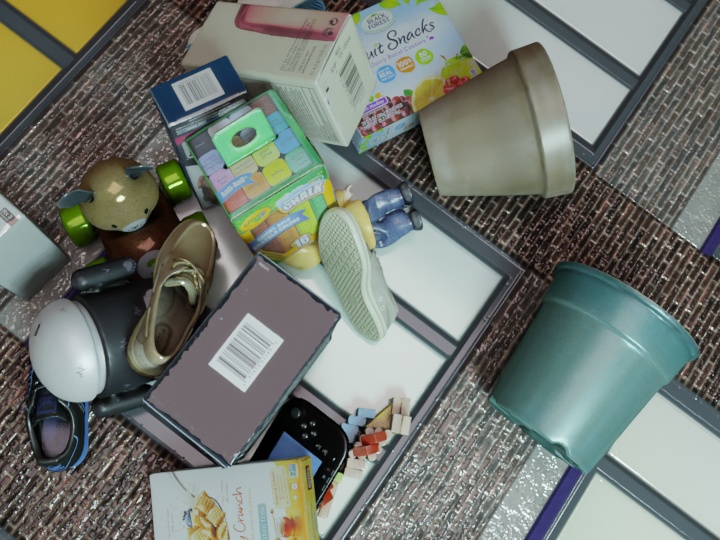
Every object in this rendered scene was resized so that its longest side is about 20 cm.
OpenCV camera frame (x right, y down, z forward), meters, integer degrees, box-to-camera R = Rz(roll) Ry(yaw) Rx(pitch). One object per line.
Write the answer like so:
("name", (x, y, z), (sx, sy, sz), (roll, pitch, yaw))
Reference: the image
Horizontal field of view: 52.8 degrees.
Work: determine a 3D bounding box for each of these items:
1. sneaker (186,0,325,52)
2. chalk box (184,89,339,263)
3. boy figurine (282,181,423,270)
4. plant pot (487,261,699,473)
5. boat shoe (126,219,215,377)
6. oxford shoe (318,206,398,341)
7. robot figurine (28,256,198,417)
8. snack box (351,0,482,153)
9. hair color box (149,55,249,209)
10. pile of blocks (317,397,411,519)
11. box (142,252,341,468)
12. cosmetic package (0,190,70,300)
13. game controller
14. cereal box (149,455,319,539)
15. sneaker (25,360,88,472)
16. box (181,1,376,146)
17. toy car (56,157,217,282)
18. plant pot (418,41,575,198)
("sneaker", (-0.152, -0.346, 1.019), (0.199, 0.077, 0.081), (-25, 59, -8))
("chalk box", (-0.111, -0.111, 0.846), (0.124, 0.200, 0.124), (-31, 69, -4))
("boy figurine", (-0.017, -0.045, 0.963), (0.199, 0.064, 0.125), (-24, 97, -8))
("plant pot", (0.272, 0.127, 0.899), (0.200, 0.200, 0.197), (38, 85, 3))
("boat shoe", (-0.201, 0.021, 0.817), (0.072, 0.065, 0.201), (30, 54, -23))
("oxford shoe", (0.000, 0.000, 0.914), (0.075, 0.201, 0.058), (14, 47, 40))
("robot figurine", (-0.284, 0.078, 0.855), (0.199, 0.125, 0.151), (-16, 69, -40))
("snack box", (0.046, -0.286, 1.022), (0.199, 0.068, 0.170), (-26, 81, -11))
("hair color box", (-0.181, -0.163, 0.899), (0.099, 0.200, 0.061), (-27, 71, -11))
("pile of blocks", (-0.014, 0.222, 0.904), (0.082, 0.062, 0.200), (45, 76, 5))
("box", (-0.131, 0.110, 0.846), (0.123, 0.198, 0.201), (36, 76, 4))
("cosmetic package", (-0.429, -0.045, 0.849), (0.113, 0.200, 0.081), (42, 76, 5))
("game controller", (-0.092, 0.256, 0.865), (0.104, 0.042, 0.201), (32, 93, 34))
("cereal box", (-0.146, 0.298, 0.841), (0.198, 0.039, 0.145), (-11, 80, 16))
("sneaker", (-0.366, 0.140, 0.877), (0.069, 0.078, 0.202), (-9, 79, -8))
("box", (-0.099, -0.249, 0.917), (0.199, 0.128, 0.110), (15, 69, 24))
("toy car", (-0.280, -0.071, 0.871), (0.163, 0.200, 0.159), (-27, 81, -11))
("plant pot", (0.174, -0.178, 0.965), (0.172, 0.200, 0.202), (-15, 79, 9))
